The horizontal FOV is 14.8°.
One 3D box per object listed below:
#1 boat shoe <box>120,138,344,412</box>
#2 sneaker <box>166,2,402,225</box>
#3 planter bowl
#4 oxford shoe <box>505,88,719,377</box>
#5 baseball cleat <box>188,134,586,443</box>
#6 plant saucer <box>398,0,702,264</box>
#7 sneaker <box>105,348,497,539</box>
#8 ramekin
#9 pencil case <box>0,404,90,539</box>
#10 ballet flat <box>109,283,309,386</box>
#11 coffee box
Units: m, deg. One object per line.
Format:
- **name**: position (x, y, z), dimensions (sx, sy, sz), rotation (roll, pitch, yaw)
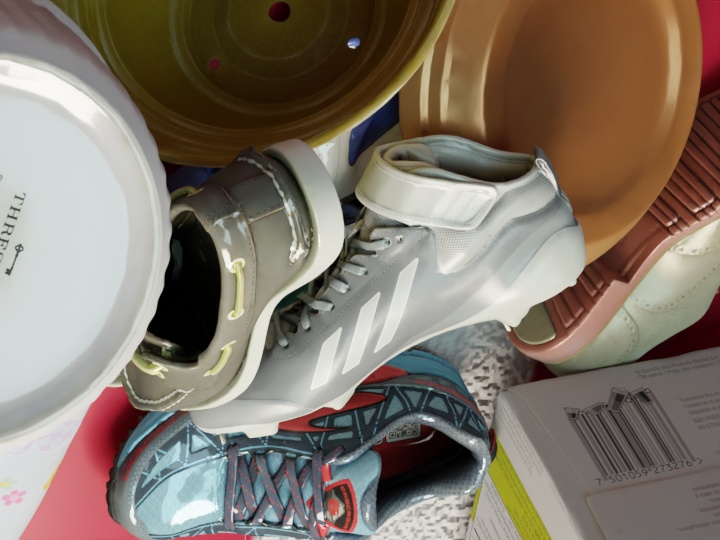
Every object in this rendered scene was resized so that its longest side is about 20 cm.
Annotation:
- **boat shoe**: position (-0.071, 0.010, 1.172), dimensions (0.060, 0.072, 0.202), rotation (-20, 164, -30)
- **sneaker**: position (-0.027, -0.074, 1.294), dimensions (0.199, 0.081, 0.116), rotation (-20, 119, -22)
- **planter bowl**: position (-0.044, -0.128, 1.220), dimensions (0.200, 0.201, 0.083), rotation (-40, 159, -1)
- **oxford shoe**: position (0.164, -0.020, 1.415), dimensions (0.200, 0.071, 0.074), rotation (-42, 133, 11)
- **baseball cleat**: position (0.000, 0.000, 1.258), dimensions (0.199, 0.070, 0.107), rotation (-25, 119, 1)
- **plant saucer**: position (0.100, -0.092, 1.315), dimensions (0.200, 0.037, 0.201), rotation (-15, 112, -42)
- **sneaker**: position (-0.026, 0.093, 1.364), dimensions (0.199, 0.096, 0.080), rotation (-15, 120, -17)
- **ramekin**: position (-0.169, -0.018, 1.086), dimensions (0.199, 0.105, 0.201), rotation (-8, 109, -23)
- **pencil case**: position (-0.182, 0.079, 1.258), dimensions (0.090, 0.083, 0.200), rotation (10, 132, -22)
- **ballet flat**: position (-0.081, 0.027, 1.333), dimensions (0.199, 0.068, 0.067), rotation (3, 134, -20)
- **coffee box**: position (0.180, 0.181, 1.418), dimensions (0.199, 0.200, 0.198), rotation (-9, 134, -20)
